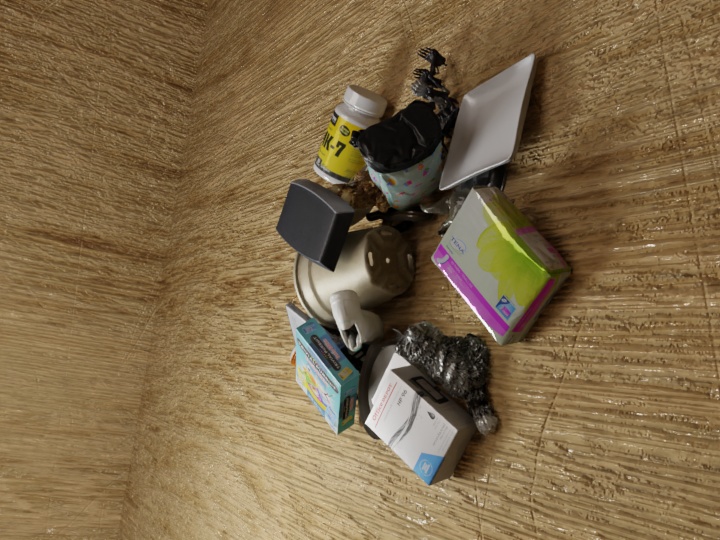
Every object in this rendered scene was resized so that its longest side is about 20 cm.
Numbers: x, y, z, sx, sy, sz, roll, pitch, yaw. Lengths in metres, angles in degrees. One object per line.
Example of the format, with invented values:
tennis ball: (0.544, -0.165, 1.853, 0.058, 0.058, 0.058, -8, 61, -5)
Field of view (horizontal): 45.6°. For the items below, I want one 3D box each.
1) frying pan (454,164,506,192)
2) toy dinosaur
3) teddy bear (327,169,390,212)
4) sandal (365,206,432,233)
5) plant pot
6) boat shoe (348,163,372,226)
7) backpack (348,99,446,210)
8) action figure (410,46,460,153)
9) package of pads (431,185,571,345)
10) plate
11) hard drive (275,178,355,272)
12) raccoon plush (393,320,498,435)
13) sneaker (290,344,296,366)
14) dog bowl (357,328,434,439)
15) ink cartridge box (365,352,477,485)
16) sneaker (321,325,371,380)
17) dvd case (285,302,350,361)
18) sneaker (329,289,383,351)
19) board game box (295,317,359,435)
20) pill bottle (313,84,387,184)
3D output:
frying pan: (0.191, -0.158, 1.509, 0.189, 0.031, 0.117, 12, 89, 61)
toy dinosaur: (0.185, -0.092, 1.434, 0.199, 0.076, 0.104, 30, 101, 52)
teddy bear: (0.023, -0.152, 1.673, 0.144, 0.199, 0.068, 11, 121, 43)
sandal: (0.076, -0.097, 1.679, 0.199, 0.081, 0.056, 7, 108, 57)
plant pot: (0.000, 0.000, 1.668, 0.182, 0.198, 0.204, -18, 63, 48)
boat shoe: (0.004, -0.162, 1.774, 0.203, 0.072, 0.060, -53, 5, -14)
backpack: (0.075, -0.199, 1.540, 0.200, 0.164, 0.128, 71, 178, -73)
action figure: (0.130, -0.313, 1.610, 0.119, 0.100, 0.203, 116, 154, -53)
package of pads: (0.209, -0.013, 1.300, 0.201, 0.067, 0.156, 52, 130, 30)
plate: (0.220, -0.240, 1.441, 0.199, 0.032, 0.203, -20, 49, 58)
hard drive: (-0.093, -0.092, 1.633, 0.199, 0.042, 0.137, 36, 110, 50)
raccoon plush: (0.138, 0.157, 1.359, 0.098, 0.132, 0.201, -63, 30, 24)
sneaker: (-0.097, 0.132, 1.926, 0.201, 0.075, 0.093, -55, 26, 25)
dog bowl: (0.066, 0.211, 1.567, 0.200, 0.058, 0.204, -34, 51, 55)
ink cartridge box: (0.085, 0.240, 1.417, 0.199, 0.067, 0.117, 39, 116, 32)
sneaker: (-0.017, 0.186, 1.742, 0.199, 0.066, 0.092, 28, 144, 45)
dvd case: (-0.079, 0.164, 1.732, 0.199, 0.017, 0.144, 34, 145, 43)
sneaker: (-0.006, 0.116, 1.612, 0.074, 0.200, 0.090, -17, 60, 15)
board game box: (-0.068, 0.210, 1.678, 0.151, 0.047, 0.201, 48, 154, 27)
pill bottle: (-0.020, -0.295, 1.886, 0.202, 0.113, 0.115, -67, 29, 21)
